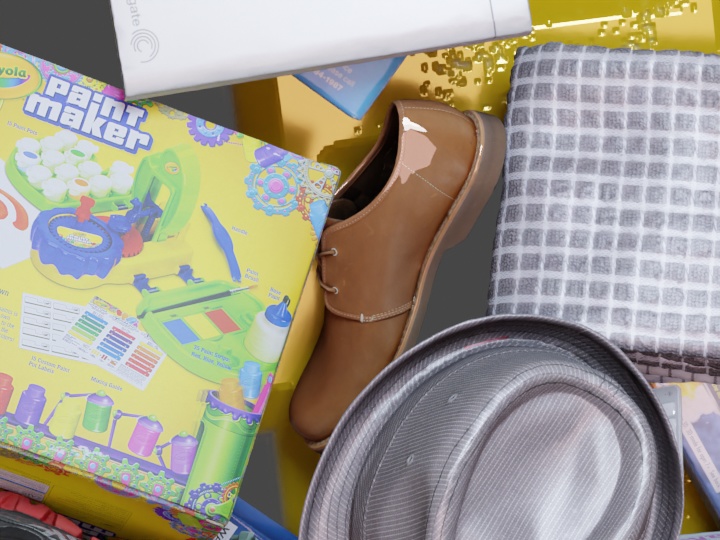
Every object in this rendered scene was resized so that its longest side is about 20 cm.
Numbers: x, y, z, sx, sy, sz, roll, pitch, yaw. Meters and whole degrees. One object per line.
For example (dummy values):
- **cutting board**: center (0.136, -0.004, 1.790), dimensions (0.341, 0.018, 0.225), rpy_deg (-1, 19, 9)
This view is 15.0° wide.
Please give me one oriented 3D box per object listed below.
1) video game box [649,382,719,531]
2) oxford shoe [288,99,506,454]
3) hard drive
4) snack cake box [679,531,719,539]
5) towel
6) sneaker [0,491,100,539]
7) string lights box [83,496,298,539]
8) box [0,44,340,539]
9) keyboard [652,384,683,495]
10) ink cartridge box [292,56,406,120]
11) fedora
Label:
- **video game box**: center (0.243, 0.043, 1.458), dimensions (0.182, 0.047, 0.200), rpy_deg (-31, 99, -1)
- **oxford shoe**: center (0.000, 0.000, 1.407), dimensions (0.071, 0.071, 0.200), rpy_deg (16, 106, -27)
- **hard drive**: center (-0.026, -0.163, 1.321), dimensions (0.199, 0.027, 0.132), rpy_deg (-10, 89, -3)
- **snack cake box**: center (0.142, 0.196, 1.382), dimensions (0.199, 0.067, 0.115), rpy_deg (-4, 96, -9)
- **towel**: center (0.167, -0.028, 1.381), dimensions (0.199, 0.086, 0.166), rpy_deg (3, 76, 11)
- **sneaker**: center (-0.119, 0.163, 1.295), dimensions (0.200, 0.098, 0.071), rpy_deg (17, 100, 4)
- **string lights box**: center (-0.071, 0.180, 1.446), dimensions (0.200, 0.059, 0.103), rpy_deg (35, 94, -8)
- **box**: center (-0.140, 0.017, 1.351), dimensions (0.199, 0.122, 0.193), rpy_deg (21, 70, -7)
- **keyboard**: center (0.075, 0.102, 1.409), dimensions (0.200, 0.011, 0.056), rpy_deg (-12, 58, 29)
- **ink cartridge box**: center (-0.004, -0.200, 1.383), dimensions (0.145, 0.084, 0.200), rpy_deg (35, 93, -8)
- **fedora**: center (0.070, 0.116, 1.286), dimensions (0.177, 0.090, 0.200), rpy_deg (42, 81, -4)
